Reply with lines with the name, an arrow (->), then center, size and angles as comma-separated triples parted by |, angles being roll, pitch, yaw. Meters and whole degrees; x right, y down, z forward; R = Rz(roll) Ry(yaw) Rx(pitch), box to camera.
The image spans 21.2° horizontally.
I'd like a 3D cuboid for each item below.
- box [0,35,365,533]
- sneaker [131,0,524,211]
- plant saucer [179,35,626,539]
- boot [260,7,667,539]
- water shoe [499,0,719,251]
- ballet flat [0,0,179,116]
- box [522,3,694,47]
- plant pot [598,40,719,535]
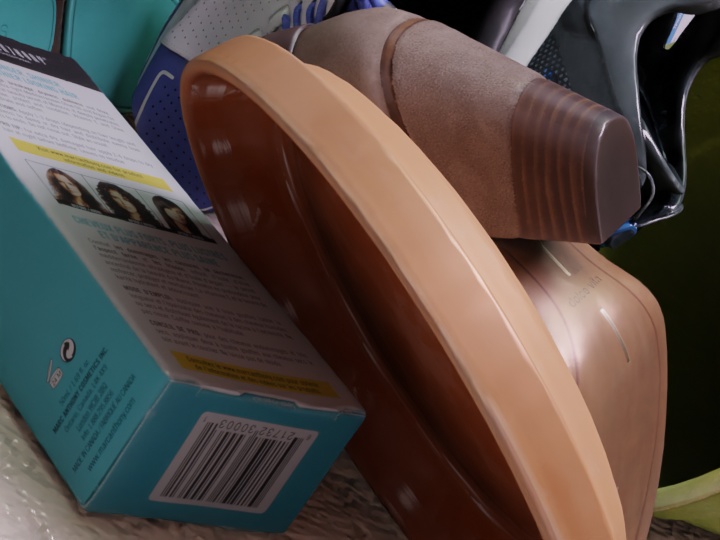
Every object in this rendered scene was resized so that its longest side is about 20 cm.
box -> -0.088, -0.005, 0.595 | 0.082, 0.049, 0.200 | 15, 25, -47
sneaker -> -0.009, -0.089, 0.706 | 0.081, 0.199, 0.115 | 48, 21, -17
plant saucer -> 0.014, 0.022, 0.541 | 0.200, 0.032, 0.200 | 55, -13, 20
boot -> 0.024, 0.010, 0.646 | 0.146, 0.200, 0.070 | 12, 23, 34
water shoe -> 0.074, -0.032, 0.702 | 0.079, 0.200, 0.071 | 19, -9, 36
ballet flat -> -0.136, -0.096, 0.743 | 0.071, 0.069, 0.200 | 12, 10, 22
box -> 0.126, -0.094, 0.866 | 0.117, 0.060, 0.200 | 18, -12, 34
plant pot -> 0.171, 0.036, 0.763 | 0.190, 0.200, 0.200 | 35, 13, -40
